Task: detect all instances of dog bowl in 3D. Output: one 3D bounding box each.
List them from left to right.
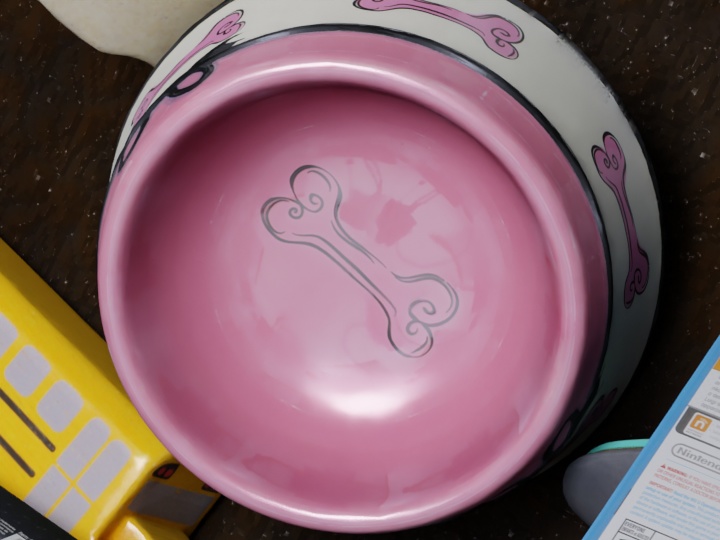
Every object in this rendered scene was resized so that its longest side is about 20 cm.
[{"bbox_3d":[0.000,0.000,0.985,0.200,0.074,0.200,4,108,13],"label":"dog bowl"}]

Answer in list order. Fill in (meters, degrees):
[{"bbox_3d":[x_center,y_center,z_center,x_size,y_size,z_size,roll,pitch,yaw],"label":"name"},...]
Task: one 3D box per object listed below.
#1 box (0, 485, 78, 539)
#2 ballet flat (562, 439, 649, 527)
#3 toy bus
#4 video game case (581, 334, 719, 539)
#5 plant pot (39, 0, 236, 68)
[{"bbox_3d":[-0.179,0.121,1.067,0.200,0.040,0.137,31,123,35],"label":"box"},{"bbox_3d":[0.152,0.098,0.938,0.200,0.073,0.073,5,81,24],"label":"ballet flat"},{"bbox_3d":[-0.118,0.063,1.083,0.200,0.065,0.078,42,97,27],"label":"toy bus"},{"bbox_3d":[0.173,0.052,0.916,0.143,0.018,0.200,21,58,28],"label":"video game case"},{"bbox_3d":[-0.040,-0.172,1.039,0.183,0.200,0.201,-45,64,23],"label":"plant pot"}]
